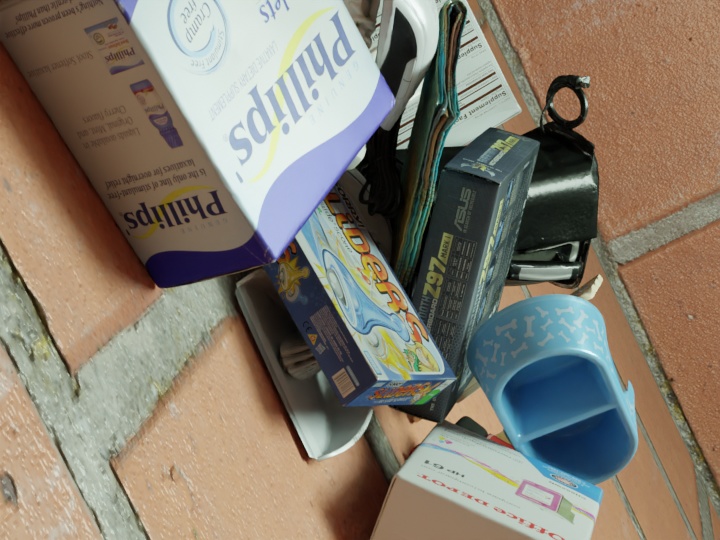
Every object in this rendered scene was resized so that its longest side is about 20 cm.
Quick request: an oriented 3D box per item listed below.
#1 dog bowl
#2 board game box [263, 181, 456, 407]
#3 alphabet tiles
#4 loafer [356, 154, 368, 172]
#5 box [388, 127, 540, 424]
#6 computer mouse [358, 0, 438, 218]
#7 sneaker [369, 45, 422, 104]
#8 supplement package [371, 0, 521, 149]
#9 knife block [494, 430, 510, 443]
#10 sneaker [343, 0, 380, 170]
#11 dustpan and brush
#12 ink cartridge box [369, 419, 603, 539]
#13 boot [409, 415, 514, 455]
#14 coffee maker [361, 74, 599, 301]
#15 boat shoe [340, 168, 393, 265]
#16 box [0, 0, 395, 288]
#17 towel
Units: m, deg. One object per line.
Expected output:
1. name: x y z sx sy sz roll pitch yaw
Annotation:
1. dog bowl: 0.156 0.102 1.331 0.050 0.110 0.201 -103 168 -45
2. board game box: -0.019 0.003 1.215 0.201 0.034 0.135 59 21 17
3. alphabet tiles: 0.134 0.071 1.505 0.015 0.195 0.200 53 13 3
4. loafer: -0.023 -0.106 1.478 0.075 0.069 0.201 52 20 -44
5. box: 0.083 0.000 1.347 0.158 0.050 0.202 -45 149 -67
6. computer mouse: 0.031 -0.142 1.258 0.201 0.043 0.110 98 0 -49
7. sneaker: -0.040 -0.126 1.376 0.199 0.088 0.076 -19 86 -38
8. supplement package: 0.029 -0.215 1.613 0.201 0.146 0.191 61 -1 -16
9. knife block: 0.146 0.244 1.534 0.200 0.063 0.177 46 25 -56
10. sneaker: -0.023 -0.170 1.212 0.070 0.079 0.202 37 35 -67
11. dustpan and brush: -0.016 0.050 1.255 0.141 0.057 0.200 65 13 0
12. ink cartridge box: 0.093 0.190 1.238 0.143 0.085 0.200 23 12 8
13. boot: 0.087 0.214 1.382 0.143 0.073 0.201 27 49 4
14. coffee maker: 0.100 -0.068 1.514 0.198 0.134 0.195 -8 95 -32
15. boat shoe: 0.000 0.000 1.372 0.202 0.073 0.067 64 11 -11
16. box: -0.094 -0.127 1.035 0.201 0.104 0.184 60 42 -23
17. towel: 0.050 -0.087 1.298 0.148 0.021 0.201 -83 -176 -48
